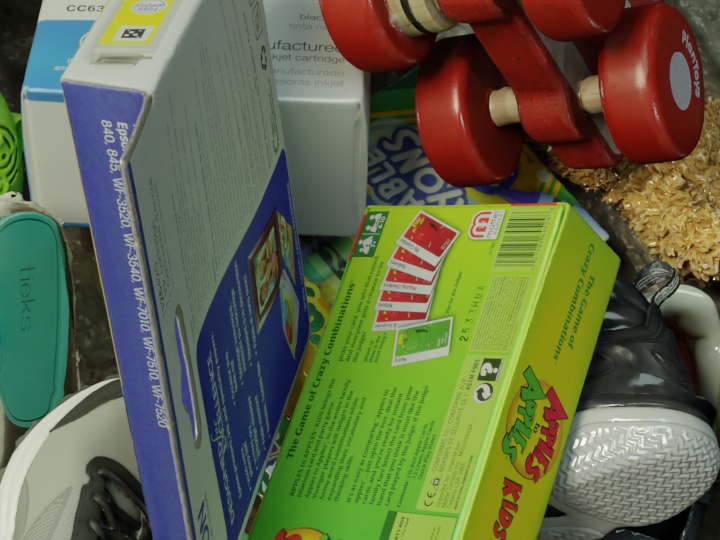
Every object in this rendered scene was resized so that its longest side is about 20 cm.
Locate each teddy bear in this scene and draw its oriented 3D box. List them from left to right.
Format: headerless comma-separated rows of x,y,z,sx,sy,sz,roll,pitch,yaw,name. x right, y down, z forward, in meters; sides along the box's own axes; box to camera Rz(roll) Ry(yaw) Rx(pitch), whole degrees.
0.169,-0.038,0.918,0.145,0.067,0.200,-24,67,-45,teddy bear

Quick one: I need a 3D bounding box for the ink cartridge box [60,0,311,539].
-0.065,-0.003,0.709,0.047,0.198,0.200,1,32,12,ink cartridge box

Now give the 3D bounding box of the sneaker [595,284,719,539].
0.116,0.096,0.850,0.078,0.079,0.201,15,62,-4,sneaker

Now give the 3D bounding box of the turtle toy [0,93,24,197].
-0.236,-0.036,0.830,0.199,0.146,0.101,-19,28,-20,turtle toy

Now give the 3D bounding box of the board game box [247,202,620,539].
0.022,0.072,0.746,0.101,0.048,0.201,0,61,40,board game box

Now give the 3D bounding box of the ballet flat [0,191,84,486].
-0.146,0.069,0.792,0.071,0.072,0.201,0,86,-11,ballet flat

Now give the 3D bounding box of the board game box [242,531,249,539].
-0.098,0.137,0.819,0.200,0.023,0.105,38,61,10,board game box

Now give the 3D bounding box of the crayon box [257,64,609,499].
0.000,0.000,0.893,0.200,0.052,0.126,-34,73,-24,crayon box

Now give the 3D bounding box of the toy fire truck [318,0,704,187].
0.074,-0.140,0.817,0.112,0.200,0.168,-6,54,31,toy fire truck

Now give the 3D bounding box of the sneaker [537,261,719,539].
0.055,0.061,0.819,0.199,0.075,0.114,-19,53,28,sneaker

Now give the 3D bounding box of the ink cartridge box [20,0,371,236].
-0.067,-0.114,0.884,0.146,0.086,0.201,2,47,0,ink cartridge box

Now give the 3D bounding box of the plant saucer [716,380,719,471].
0.219,0.053,0.858,0.200,0.200,0.031,-42,33,-26,plant saucer

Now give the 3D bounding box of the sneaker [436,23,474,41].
0.055,-0.199,0.940,0.080,0.200,0.147,-11,52,19,sneaker

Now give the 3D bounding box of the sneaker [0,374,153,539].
-0.107,0.122,0.722,0.074,0.079,0.201,51,44,-30,sneaker
